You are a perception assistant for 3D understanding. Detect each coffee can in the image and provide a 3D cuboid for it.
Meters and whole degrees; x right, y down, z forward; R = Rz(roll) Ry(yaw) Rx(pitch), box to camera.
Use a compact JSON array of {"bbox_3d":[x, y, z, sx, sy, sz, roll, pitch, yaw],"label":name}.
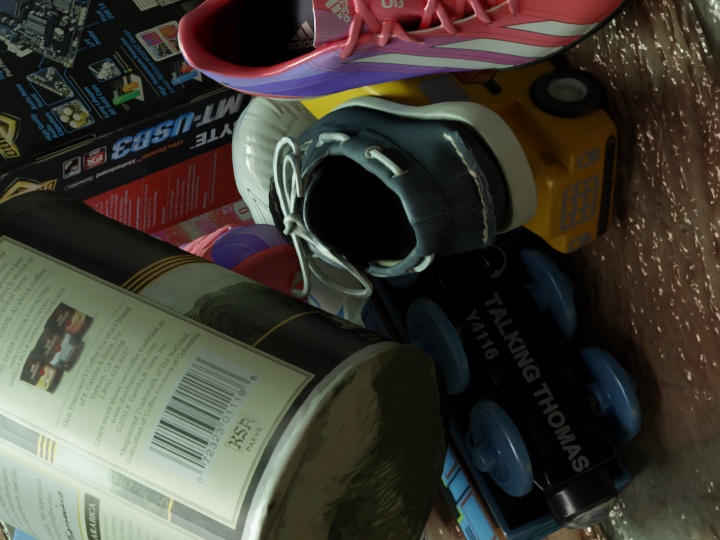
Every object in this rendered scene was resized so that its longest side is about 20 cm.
[{"bbox_3d":[-0.082,0.067,1.123,0.199,0.146,0.147,23,134,28],"label":"coffee can"}]

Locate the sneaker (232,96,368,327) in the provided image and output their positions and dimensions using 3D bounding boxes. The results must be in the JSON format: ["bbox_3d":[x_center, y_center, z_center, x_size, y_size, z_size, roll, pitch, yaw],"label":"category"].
[{"bbox_3d":[0.000,0.000,1.286,0.201,0.071,0.072,63,-179,2],"label":"sneaker"}]

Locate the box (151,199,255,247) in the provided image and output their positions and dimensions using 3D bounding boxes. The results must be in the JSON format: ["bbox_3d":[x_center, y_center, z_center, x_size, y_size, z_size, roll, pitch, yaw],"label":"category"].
[{"bbox_3d":[-0.144,-0.060,1.475,0.201,0.094,0.103,56,153,23],"label":"box"}]

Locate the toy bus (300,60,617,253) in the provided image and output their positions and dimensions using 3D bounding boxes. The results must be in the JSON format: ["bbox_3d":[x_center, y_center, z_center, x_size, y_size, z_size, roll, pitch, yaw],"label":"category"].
[{"bbox_3d":[0.029,-0.082,1.134,0.200,0.078,0.065,46,148,38],"label":"toy bus"}]

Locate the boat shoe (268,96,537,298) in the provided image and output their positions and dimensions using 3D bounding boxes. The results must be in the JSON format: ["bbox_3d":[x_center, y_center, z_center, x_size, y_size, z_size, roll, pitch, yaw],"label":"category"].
[{"bbox_3d":[0.001,-0.027,1.067,0.200,0.062,0.075,7,119,63],"label":"boat shoe"}]

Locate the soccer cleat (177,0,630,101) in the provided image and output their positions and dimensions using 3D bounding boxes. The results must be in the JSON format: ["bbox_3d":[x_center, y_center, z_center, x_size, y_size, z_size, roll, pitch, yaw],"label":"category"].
[{"bbox_3d":[0.020,-0.109,1.041,0.199,0.073,0.069,-11,89,28],"label":"soccer cleat"}]

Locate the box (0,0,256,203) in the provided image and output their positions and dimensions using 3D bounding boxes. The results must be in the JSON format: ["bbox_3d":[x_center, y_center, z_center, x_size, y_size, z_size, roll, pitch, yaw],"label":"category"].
[{"bbox_3d":[-0.161,-0.125,1.333,0.200,0.198,0.050,50,151,31],"label":"box"}]

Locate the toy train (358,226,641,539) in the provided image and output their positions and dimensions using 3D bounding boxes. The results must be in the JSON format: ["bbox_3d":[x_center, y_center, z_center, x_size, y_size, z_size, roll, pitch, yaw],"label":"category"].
[{"bbox_3d":[0.053,0.034,1.178,0.201,0.086,0.114,61,160,13],"label":"toy train"}]

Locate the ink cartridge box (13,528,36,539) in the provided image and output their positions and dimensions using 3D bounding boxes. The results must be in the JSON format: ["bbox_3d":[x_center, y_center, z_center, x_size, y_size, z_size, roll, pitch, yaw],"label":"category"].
[{"bbox_3d":[-0.151,0.108,1.563,0.076,0.137,0.200,22,146,2],"label":"ink cartridge box"}]

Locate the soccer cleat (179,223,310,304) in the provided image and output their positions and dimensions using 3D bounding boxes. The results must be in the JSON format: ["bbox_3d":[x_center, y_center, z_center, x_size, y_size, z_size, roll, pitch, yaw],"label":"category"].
[{"bbox_3d":[-0.069,0.007,1.270,0.200,0.066,0.077,110,137,-72],"label":"soccer cleat"}]

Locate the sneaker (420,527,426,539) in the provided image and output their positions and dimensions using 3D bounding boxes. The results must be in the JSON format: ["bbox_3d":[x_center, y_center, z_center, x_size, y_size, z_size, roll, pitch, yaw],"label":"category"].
[{"bbox_3d":[-0.030,0.136,1.363,0.114,0.073,0.200,30,133,-18],"label":"sneaker"}]

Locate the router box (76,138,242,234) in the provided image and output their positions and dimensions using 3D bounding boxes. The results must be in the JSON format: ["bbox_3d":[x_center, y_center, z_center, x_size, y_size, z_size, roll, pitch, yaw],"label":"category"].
[{"bbox_3d":[-0.161,-0.100,1.377,0.200,0.179,0.049,51,150,31],"label":"router box"}]
